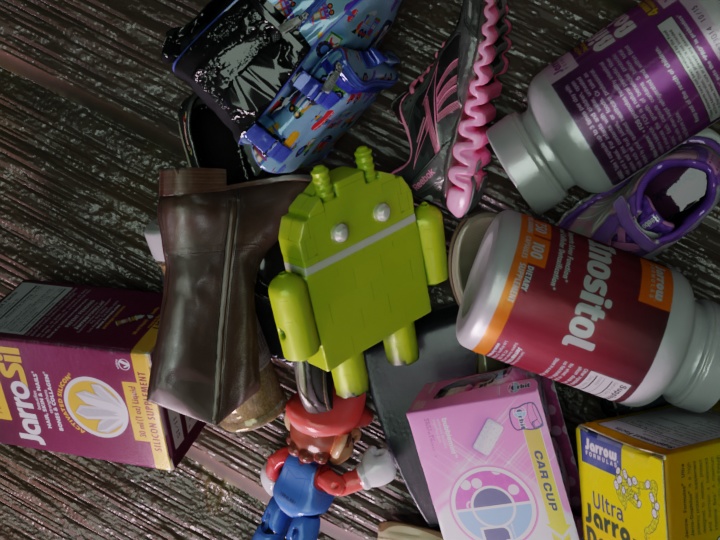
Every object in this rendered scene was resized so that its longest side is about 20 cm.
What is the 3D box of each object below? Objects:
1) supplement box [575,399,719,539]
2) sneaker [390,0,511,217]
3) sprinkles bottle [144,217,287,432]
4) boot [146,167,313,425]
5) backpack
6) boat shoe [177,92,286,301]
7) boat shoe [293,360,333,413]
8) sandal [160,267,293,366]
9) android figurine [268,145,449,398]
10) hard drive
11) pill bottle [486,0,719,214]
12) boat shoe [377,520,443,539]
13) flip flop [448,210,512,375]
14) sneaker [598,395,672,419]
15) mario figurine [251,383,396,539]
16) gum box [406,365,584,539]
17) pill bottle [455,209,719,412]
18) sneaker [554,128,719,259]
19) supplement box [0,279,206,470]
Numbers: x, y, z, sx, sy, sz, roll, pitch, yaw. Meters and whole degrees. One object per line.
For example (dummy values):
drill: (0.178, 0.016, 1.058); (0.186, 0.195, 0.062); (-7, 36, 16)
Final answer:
supplement box: (0.283, 0.165, 0.730); (0.197, 0.109, 0.111); (-8, 96, -20)
sneaker: (0.071, -0.151, 0.799); (0.094, 0.079, 0.203); (15, 106, 20)
sprinkles bottle: (-0.126, 0.043, 0.833); (0.067, 0.068, 0.202); (-12, 110, 15)
boot: (-0.084, 0.021, 0.774); (0.184, 0.064, 0.203); (0, 90, -23)
backpack: (-0.032, -0.194, 0.751); (0.200, 0.183, 0.135); (-44, 87, 13)
boat shoe: (-0.108, -0.067, 0.842); (0.073, 0.063, 0.204); (-23, 93, -17)
boat shoe: (-0.021, 0.026, 0.835); (0.072, 0.075, 0.203); (2, 85, 4)
sandal: (-0.105, 0.035, 0.901); (0.199, 0.043, 0.076); (33, 116, -7)
android figurine: (0.000, 0.000, 0.778); (0.041, 0.181, 0.203); (19, 126, 48)
hard drive: (0.082, 0.139, 0.878); (0.133, 0.042, 0.202); (-18, 99, 16)
pill bottle: (0.203, -0.133, 0.743); (0.199, 0.112, 0.113); (-33, 95, 15)
boat shoe: (0.104, 0.294, 0.883); (0.197, 0.072, 0.073); (12, 69, 13)
flip flop: (0.128, 0.048, 0.813); (0.080, 0.057, 0.203); (-8, 92, -20)
sneaker: (0.214, 0.157, 0.827); (0.201, 0.077, 0.147); (-31, 107, 8)
mario figurine: (-0.034, 0.196, 0.898); (0.122, 0.106, 0.202); (19, 96, 1)
gum box: (0.121, 0.179, 0.786); (0.112, 0.066, 0.203); (-13, 101, 22)
pill bottle: (0.183, 0.036, 0.728); (0.197, 0.113, 0.114); (19, 107, -1)
sneaker: (0.224, -0.036, 0.779); (0.080, 0.089, 0.200); (45, 110, -2)
supplement box: (-0.251, 0.095, 0.889); (0.197, 0.103, 0.133); (4, 120, 18)
